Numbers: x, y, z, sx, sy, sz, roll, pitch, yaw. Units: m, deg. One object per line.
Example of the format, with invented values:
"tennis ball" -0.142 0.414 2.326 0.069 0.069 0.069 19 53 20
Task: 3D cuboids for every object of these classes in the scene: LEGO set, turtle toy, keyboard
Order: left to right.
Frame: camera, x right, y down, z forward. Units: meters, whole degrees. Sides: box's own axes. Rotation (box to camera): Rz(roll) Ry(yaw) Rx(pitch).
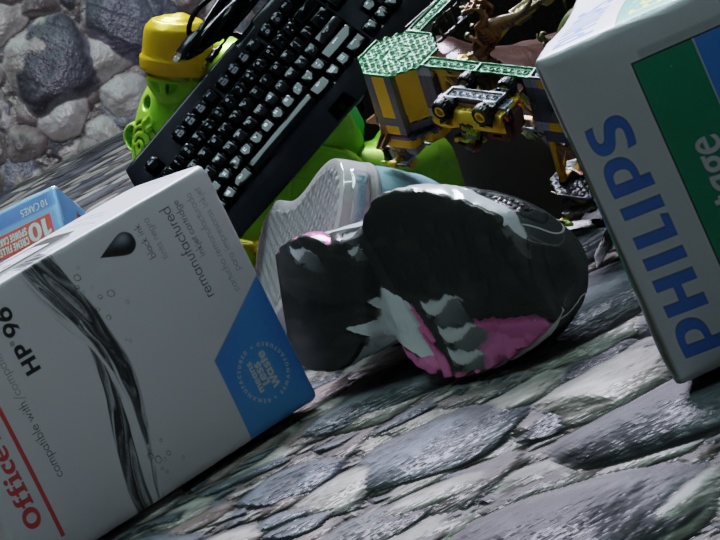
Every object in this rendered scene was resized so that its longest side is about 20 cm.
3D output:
"keyboard" -0.046 -0.111 1.436 0.200 0.104 0.040 -50 -27 -9
"turtle toy" -0.034 -0.058 1.520 0.199 0.147 0.101 11 15 20
"LEGO set" 0.100 -0.081 1.307 0.153 0.116 0.200 3 38 30

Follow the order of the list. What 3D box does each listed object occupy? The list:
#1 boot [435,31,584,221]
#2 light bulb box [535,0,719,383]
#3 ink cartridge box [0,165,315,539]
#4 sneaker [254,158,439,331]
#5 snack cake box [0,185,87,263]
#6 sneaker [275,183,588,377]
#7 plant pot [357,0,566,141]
"boot" 0.133 -0.083 1.442 0.199 0.065 0.186 -8 33 -28
"light bulb box" 0.182 -0.075 1.022 0.199 0.125 0.198 -23 9 14
"ink cartridge box" -0.131 0.054 1.213 0.199 0.117 0.068 -32 10 -29
"sneaker" 0.000 0.000 1.380 0.081 0.074 0.200 11 -11 -14
"snack cake box" -0.199 0.060 1.338 0.199 0.116 0.067 -25 -30 12
"sneaker" 0.042 -0.006 1.205 0.086 0.081 0.200 -19 10 -28
"plant pot" 0.072 -0.156 1.676 0.177 0.200 0.199 -46 17 -28
